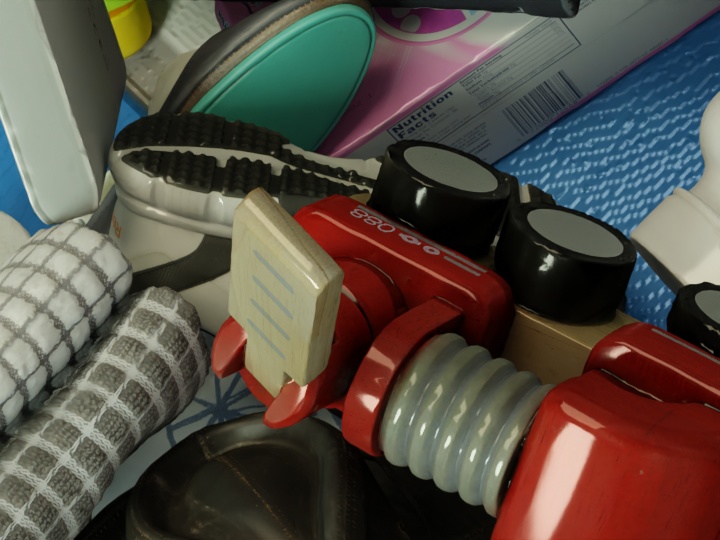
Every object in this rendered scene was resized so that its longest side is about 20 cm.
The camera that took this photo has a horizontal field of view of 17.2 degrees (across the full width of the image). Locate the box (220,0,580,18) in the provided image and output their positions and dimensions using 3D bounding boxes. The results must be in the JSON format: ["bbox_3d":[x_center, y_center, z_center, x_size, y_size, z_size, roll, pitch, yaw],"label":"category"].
[{"bbox_3d":[-0.001,-0.215,0.930,0.197,0.123,0.201,5,63,21],"label":"box"}]

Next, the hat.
[{"bbox_3d":[-0.025,0.102,0.815,0.199,0.081,0.201,-4,40,4],"label":"hat"}]

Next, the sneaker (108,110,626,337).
[{"bbox_3d":[0.000,0.000,0.896,0.199,0.080,0.074,13,29,0],"label":"sneaker"}]

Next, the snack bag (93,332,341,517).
[{"bbox_3d":[-0.026,0.106,0.929,0.188,0.021,0.201,-10,60,26],"label":"snack bag"}]

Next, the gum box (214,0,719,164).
[{"bbox_3d":[0.042,-0.112,0.986,0.200,0.066,0.114,-34,54,10],"label":"gum box"}]

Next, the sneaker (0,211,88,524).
[{"bbox_3d":[-0.167,0.080,1.012,0.088,0.075,0.201,-27,62,53],"label":"sneaker"}]

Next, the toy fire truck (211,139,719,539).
[{"bbox_3d":[0.032,0.033,0.736,0.176,0.200,0.129,28,114,21],"label":"toy fire truck"}]

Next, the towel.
[{"bbox_3d":[-0.145,0.085,0.857,0.166,0.085,0.200,-54,7,-27],"label":"towel"}]

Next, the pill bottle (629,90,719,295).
[{"bbox_3d":[0.194,-0.052,0.839,0.200,0.112,0.112,-45,52,2],"label":"pill bottle"}]

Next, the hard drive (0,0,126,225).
[{"bbox_3d":[-0.124,-0.108,0.916,0.026,0.132,0.200,-16,17,3],"label":"hard drive"}]

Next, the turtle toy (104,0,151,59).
[{"bbox_3d":[-0.108,-0.177,1.076,0.101,0.146,0.200,-34,51,-17],"label":"turtle toy"}]

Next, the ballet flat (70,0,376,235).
[{"bbox_3d":[-0.069,-0.042,0.945,0.200,0.073,0.073,-56,50,19],"label":"ballet flat"}]
